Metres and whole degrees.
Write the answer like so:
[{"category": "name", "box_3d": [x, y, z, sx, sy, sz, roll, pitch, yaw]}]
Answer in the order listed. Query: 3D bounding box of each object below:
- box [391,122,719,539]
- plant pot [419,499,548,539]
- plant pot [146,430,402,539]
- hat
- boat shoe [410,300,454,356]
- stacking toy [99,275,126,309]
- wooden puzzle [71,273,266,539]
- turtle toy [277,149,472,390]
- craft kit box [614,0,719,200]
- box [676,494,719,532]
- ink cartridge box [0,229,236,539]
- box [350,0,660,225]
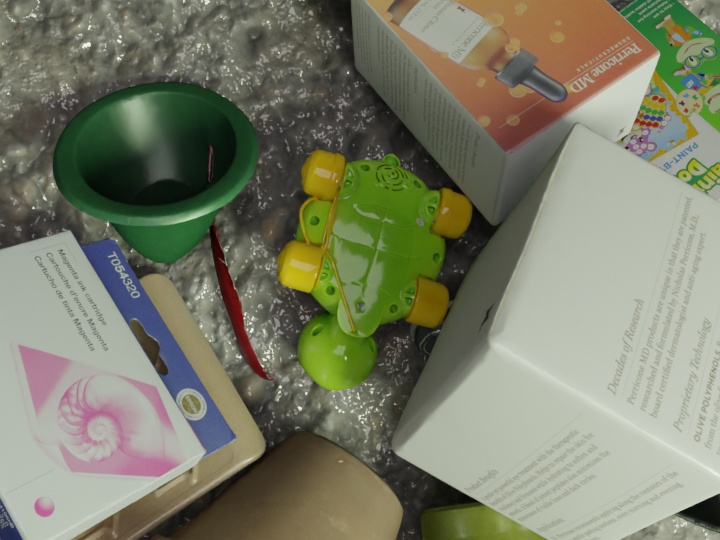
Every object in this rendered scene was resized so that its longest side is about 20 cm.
[{"category": "box", "box_3d": [0.153, 0.056, 0.649, 0.170, 0.199, 0.201, 28, 57, -1]}, {"category": "plant pot", "box_3d": [0.123, 0.278, 0.732, 0.197, 0.201, 0.196, -5, 75, -6]}, {"category": "plant pot", "box_3d": [-0.058, 0.229, 0.722, 0.200, 0.200, 0.175, 39, 65, -2]}, {"category": "hat", "box_3d": [-0.163, -0.032, 0.795, 0.163, 0.177, 0.202, -4, 47, -6]}, {"category": "boat shoe", "box_3d": [0.141, 0.071, 0.786, 0.197, 0.073, 0.062, 7, 48, -9]}, {"category": "stacking toy", "box_3d": [-0.258, 0.066, 0.698, 0.146, 0.146, 0.200, 46, 57, -2]}, {"category": "wooden puzzle", "box_3d": [-0.201, 0.126, 0.748, 0.199, 0.046, 0.186, -31, 69, -11]}, {"category": "turtle toy", "box_3d": [0.000, 0.000, 0.766, 0.144, 0.101, 0.203, 17, 82, -10]}, {"category": "craft kit box", "box_3d": [0.244, -0.124, 0.792, 0.199, 0.049, 0.198, -36, 67, -7]}, {"category": "box", "box_3d": [0.331, 0.103, 0.785, 0.146, 0.104, 0.203, -7, 88, -10]}, {"category": "ink cartridge box", "box_3d": [-0.198, 0.069, 0.647, 0.199, 0.043, 0.197, -25, 77, -48]}, {"category": "box", "box_3d": [0.108, -0.169, 0.741, 0.151, 0.107, 0.201, -33, 67, -13]}]
